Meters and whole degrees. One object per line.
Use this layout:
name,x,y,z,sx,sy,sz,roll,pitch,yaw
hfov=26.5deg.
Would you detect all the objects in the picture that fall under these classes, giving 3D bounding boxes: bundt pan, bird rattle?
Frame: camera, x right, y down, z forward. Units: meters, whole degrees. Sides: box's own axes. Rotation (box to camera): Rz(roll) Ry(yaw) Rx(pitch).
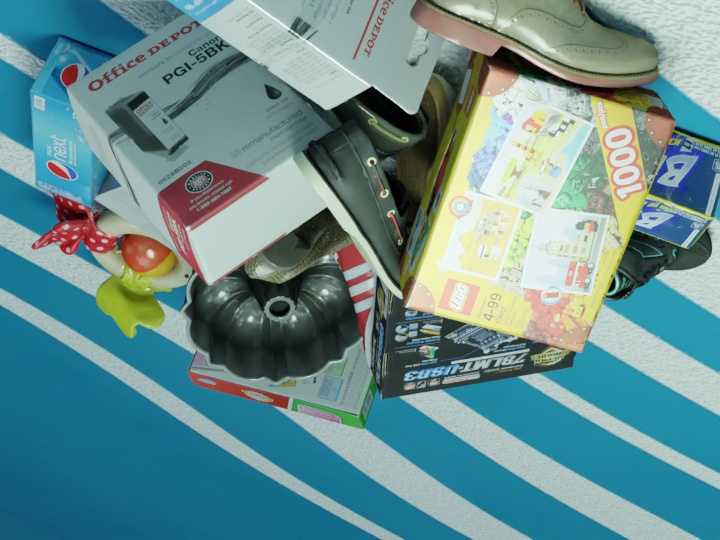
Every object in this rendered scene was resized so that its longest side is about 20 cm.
bundt pan,-0.086,0.018,1.583,0.201,0.076,0.202,-4,126,-6
bird rattle,-0.257,-0.031,1.712,0.163,0.113,0.200,-8,131,26

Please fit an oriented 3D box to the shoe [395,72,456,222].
shoe,0.065,-0.111,1.335,0.070,0.053,0.200,48,159,23

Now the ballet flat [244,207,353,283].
ballet flat,-0.035,-0.037,1.323,0.067,0.200,0.046,47,132,6

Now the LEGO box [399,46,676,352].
LEGO box,0.130,-0.056,1.167,0.149,0.077,0.200,14,113,-9

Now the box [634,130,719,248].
box,0.193,-0.090,1.248,0.200,0.070,0.064,20,157,1

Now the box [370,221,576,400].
box,0.113,0.029,1.416,0.199,0.050,0.199,-8,140,-10

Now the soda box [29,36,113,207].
soda box,-0.278,-0.141,1.495,0.064,0.068,0.200,22,155,-2

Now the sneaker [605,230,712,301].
sneaker,0.224,-0.008,1.311,0.200,0.079,0.075,2,144,-29

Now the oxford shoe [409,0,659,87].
oxford shoe,0.139,-0.184,1.105,0.200,0.075,0.070,12,-158,-24

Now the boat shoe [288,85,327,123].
boat shoe,-0.038,-0.123,1.356,0.073,0.067,0.200,10,153,21

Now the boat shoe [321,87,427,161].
boat shoe,-0.022,-0.172,1.232,0.060,0.072,0.202,-18,123,40

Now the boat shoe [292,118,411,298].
boat shoe,0.014,-0.044,1.229,0.074,0.063,0.201,53,178,39

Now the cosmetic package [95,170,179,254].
cosmetic package,-0.176,-0.052,1.618,0.200,0.051,0.082,35,153,-30

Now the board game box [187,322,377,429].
board game box,-0.069,0.075,1.677,0.200,0.153,0.040,14,156,15

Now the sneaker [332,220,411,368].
sneaker,0.000,0.000,1.494,0.112,0.071,0.200,27,130,39

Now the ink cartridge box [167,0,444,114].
ink cartridge box,-0.035,-0.203,1.137,0.200,0.116,0.068,33,153,-24

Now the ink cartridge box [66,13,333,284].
ink cartridge box,-0.127,-0.109,1.259,0.200,0.147,0.083,46,164,32
